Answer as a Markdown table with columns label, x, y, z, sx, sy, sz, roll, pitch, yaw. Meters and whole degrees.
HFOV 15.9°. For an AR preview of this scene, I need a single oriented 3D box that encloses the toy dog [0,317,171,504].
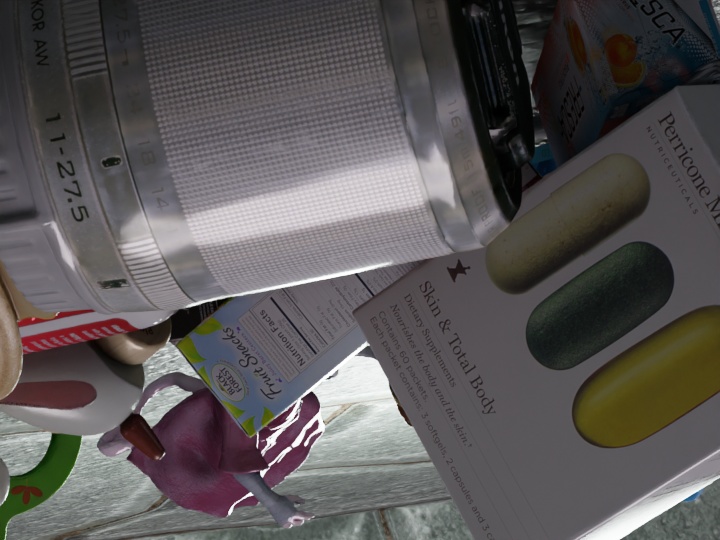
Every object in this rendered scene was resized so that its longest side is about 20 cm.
| label | x | y | z | sx | sy | sz | roll | pitch | yaw |
| --- | --- | --- | --- | --- | --- | --- | --- | --- | --- |
| toy dog | -0.175 | 0.082 | 1.418 | 0.199 | 0.097 | 0.132 | -29 | 167 | -36 |

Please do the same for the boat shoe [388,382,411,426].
| label | x | y | z | sx | sy | sz | roll | pitch | yaw |
| --- | --- | --- | --- | --- | --- | --- | --- | --- | --- |
| boat shoe | 0.071 | 0.055 | 1.750 | 0.071 | 0.068 | 0.200 | -1 | -152 | 18 |

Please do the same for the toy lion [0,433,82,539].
| label | x | y | z | sx | sy | sz | roll | pitch | yaw |
| --- | --- | --- | --- | --- | --- | --- | --- | --- | --- |
| toy lion | -0.280 | 0.125 | 1.709 | 0.198 | 0.193 | 0.069 | -7 | 179 | -17 |

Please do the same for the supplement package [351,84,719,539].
| label | x | y | z | sx | sy | sz | roll | pitch | yaw |
| --- | --- | --- | --- | --- | --- | --- | --- | --- | --- |
| supplement package | 0.136 | 0.027 | 1.227 | 0.199 | 0.153 | 0.150 | -35 | 167 | 27 |

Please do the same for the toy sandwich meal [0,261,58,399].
| label | x | y | z | sx | sy | sz | roll | pitch | yaw |
| --- | --- | --- | --- | --- | --- | --- | --- | --- | --- |
| toy sandwich meal | -0.212 | -0.023 | 1.174 | 0.070 | 0.205 | 0.205 | -48 | -168 | -31 |

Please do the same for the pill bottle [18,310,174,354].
| label | x | y | z | sx | sy | sz | roll | pitch | yaw |
| --- | --- | --- | --- | --- | --- | --- | --- | --- | --- |
| pill bottle | -0.156 | -0.018 | 1.309 | 0.198 | 0.113 | 0.112 | -12 | 169 | 12 |

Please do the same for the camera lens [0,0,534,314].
| label | x | y | z | sx | sy | sz | roll | pitch | yaw |
| --- | --- | --- | --- | --- | --- | --- | --- | --- | --- |
| camera lens | -0.040 | -0.073 | 0.992 | 0.198 | 0.161 | 0.160 | -11 | 169 | 10 |

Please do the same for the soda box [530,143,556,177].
| label | x | y | z | sx | sy | sz | roll | pitch | yaw |
| --- | --- | --- | --- | --- | --- | --- | --- | --- | --- |
| soda box | 0.162 | -0.037 | 1.622 | 0.067 | 0.065 | 0.200 | -15 | 168 | 24 |

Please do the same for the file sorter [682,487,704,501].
| label | x | y | z | sx | sy | sz | roll | pitch | yaw |
| --- | --- | --- | --- | --- | --- | --- | --- | --- | --- |
| file sorter | 0.215 | 0.012 | 1.447 | 0.200 | 0.123 | 0.139 | -35 | 155 | -27 |

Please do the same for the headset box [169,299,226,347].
| label | x | y | z | sx | sy | sz | roll | pitch | yaw |
| --- | --- | --- | --- | --- | --- | --- | --- | --- | --- |
| headset box | -0.019 | 0.005 | 1.646 | 0.198 | 0.078 | 0.149 | -9 | 169 | 4 |

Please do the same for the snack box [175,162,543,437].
| label | x | y | z | sx | sy | sz | roll | pitch | yaw |
| --- | --- | --- | --- | --- | --- | --- | --- | --- | --- |
| snack box | 0.000 | 0.000 | 1.371 | 0.200 | 0.068 | 0.169 | -41 | 179 | -2 |

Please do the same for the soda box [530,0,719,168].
| label | x | y | z | sx | sy | sz | roll | pitch | yaw |
| --- | --- | --- | --- | --- | --- | --- | --- | --- | --- |
| soda box | 0.130 | -0.094 | 1.267 | 0.063 | 0.069 | 0.200 | -17 | 170 | -4 |

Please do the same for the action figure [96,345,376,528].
| label | x | y | z | sx | sy | sz | roll | pitch | yaw |
| --- | --- | --- | --- | --- | --- | --- | --- | --- | --- |
| action figure | -0.064 | 0.072 | 1.593 | 0.148 | 0.134 | 0.200 | 33 | 152 | 6 |
